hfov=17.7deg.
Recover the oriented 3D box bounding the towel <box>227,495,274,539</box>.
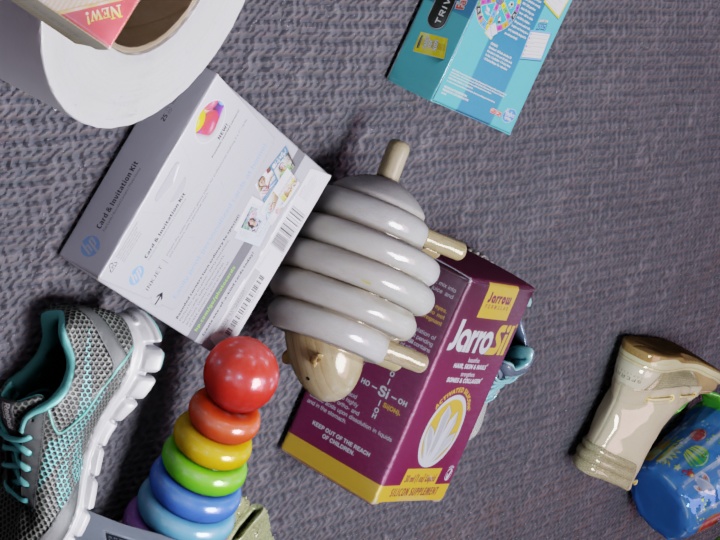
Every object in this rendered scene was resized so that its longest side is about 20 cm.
[{"bbox_3d":[-0.118,0.280,1.863,0.149,0.036,0.201,-48,149,-27],"label":"towel"}]

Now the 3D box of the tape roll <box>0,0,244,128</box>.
[{"bbox_3d":[-0.143,-0.189,1.353,0.202,0.071,0.204,-41,146,-35],"label":"tape roll"}]

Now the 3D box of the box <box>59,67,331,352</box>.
[{"bbox_3d":[-0.109,-0.039,1.583,0.157,0.041,0.200,-60,154,-4],"label":"box"}]

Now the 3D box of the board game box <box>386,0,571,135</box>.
[{"bbox_3d":[0.111,-0.217,1.795,0.151,0.047,0.201,15,101,-62],"label":"board game box"}]

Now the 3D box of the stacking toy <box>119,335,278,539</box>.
[{"bbox_3d":[-0.111,0.135,1.659,0.085,0.085,0.201,-20,141,-52],"label":"stacking toy"}]

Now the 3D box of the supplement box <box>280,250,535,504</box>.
[{"bbox_3d":[0.040,0.080,1.881,0.131,0.103,0.201,7,108,-61],"label":"supplement box"}]

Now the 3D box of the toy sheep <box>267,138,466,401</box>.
[{"bbox_3d":[0.000,0.000,1.714,0.138,0.137,0.202,36,70,-63],"label":"toy sheep"}]

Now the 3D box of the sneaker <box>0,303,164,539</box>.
[{"bbox_3d":[-0.212,0.107,1.525,0.091,0.077,0.201,23,91,-46],"label":"sneaker"}]

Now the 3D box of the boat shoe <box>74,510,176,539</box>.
[{"bbox_3d":[-0.160,0.236,1.620,0.201,0.075,0.086,23,110,-20],"label":"boat shoe"}]

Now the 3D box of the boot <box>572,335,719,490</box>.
[{"bbox_3d":[0.303,0.154,2.439,0.200,0.072,0.156,10,106,-60],"label":"boot"}]

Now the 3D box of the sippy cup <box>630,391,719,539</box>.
[{"bbox_3d":[0.377,0.232,2.591,0.130,0.178,0.140,-29,168,-30],"label":"sippy cup"}]

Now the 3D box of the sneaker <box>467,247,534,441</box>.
[{"bbox_3d":[0.104,0.082,2.013,0.077,0.086,0.201,-37,143,-38],"label":"sneaker"}]

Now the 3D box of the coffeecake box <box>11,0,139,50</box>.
[{"bbox_3d":[-0.150,-0.242,1.206,0.153,0.073,0.201,33,85,-23],"label":"coffeecake box"}]
